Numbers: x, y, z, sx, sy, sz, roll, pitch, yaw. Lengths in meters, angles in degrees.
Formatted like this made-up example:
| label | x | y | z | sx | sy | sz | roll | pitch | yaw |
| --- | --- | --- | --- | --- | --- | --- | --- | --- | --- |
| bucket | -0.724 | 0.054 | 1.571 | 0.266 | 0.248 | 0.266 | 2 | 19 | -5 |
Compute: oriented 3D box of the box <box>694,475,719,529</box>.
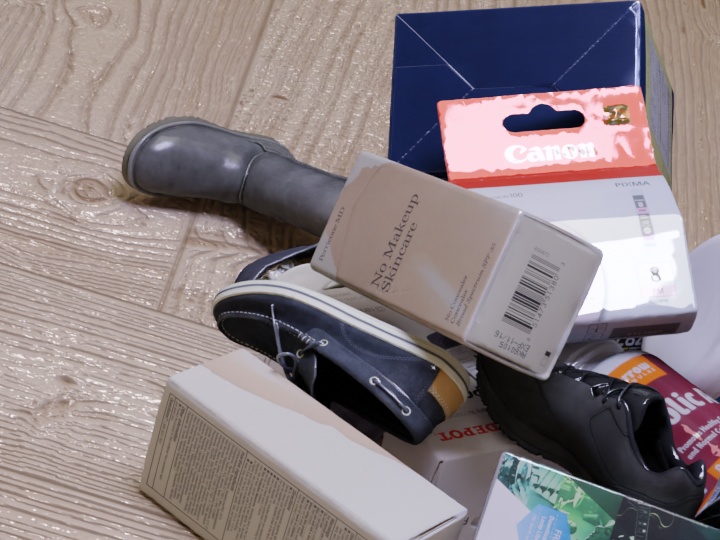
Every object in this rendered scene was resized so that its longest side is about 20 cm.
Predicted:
| label | x | y | z | sx | sy | sz | roll | pitch | yaw |
| --- | --- | --- | --- | --- | --- | --- | --- | --- | --- |
| box | 0.332 | 0.159 | 1.426 | 0.199 | 0.115 | 0.132 | 34 | -12 | 5 |

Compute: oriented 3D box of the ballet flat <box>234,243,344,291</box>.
| label | x | y | z | sx | sy | sz | roll | pitch | yaw |
| --- | --- | --- | --- | --- | --- | --- | --- | --- | --- |
| ballet flat | 0.000 | 0.000 | 1.675 | 0.198 | 0.073 | 0.073 | -15 | 32 | 0 |

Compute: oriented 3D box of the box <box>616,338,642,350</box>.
| label | x | y | z | sx | sy | sz | roll | pitch | yaw |
| --- | --- | --- | --- | --- | --- | --- | --- | --- | --- |
| box | 0.136 | 0.028 | 1.764 | 0.199 | 0.049 | 0.161 | -3 | 22 | -35 |

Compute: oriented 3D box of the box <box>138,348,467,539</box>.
| label | x | y | z | sx | sy | sz | roll | pitch | yaw |
| --- | --- | --- | --- | --- | --- | --- | --- | --- | --- |
| box | -0.039 | 0.145 | 1.433 | 0.199 | 0.095 | 0.078 | 35 | 33 | 26 |

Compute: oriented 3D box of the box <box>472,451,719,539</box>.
| label | x | y | z | sx | sy | sz | roll | pitch | yaw |
| --- | --- | --- | --- | --- | --- | --- | --- | --- | --- |
| box | 0.157 | 0.214 | 1.387 | 0.199 | 0.145 | 0.036 | 19 | -13 | 2 |

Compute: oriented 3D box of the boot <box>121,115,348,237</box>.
| label | x | y | z | sx | sy | sz | roll | pitch | yaw |
| --- | --- | --- | --- | --- | --- | --- | --- | --- | --- |
| boot | -0.067 | -0.059 | 1.780 | 0.181 | 0.073 | 0.200 | -4 | 27 | -37 |

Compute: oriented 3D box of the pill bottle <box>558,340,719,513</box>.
| label | x | y | z | sx | sy | sz | roll | pitch | yaw |
| --- | --- | --- | --- | --- | --- | --- | --- | --- | --- |
| pill bottle | 0.205 | 0.128 | 1.587 | 0.114 | 0.115 | 0.200 | -14 | 41 | -45 |

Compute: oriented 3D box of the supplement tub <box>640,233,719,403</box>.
| label | x | y | z | sx | sy | sz | roll | pitch | yaw |
| --- | --- | --- | --- | --- | --- | --- | --- | --- | --- |
| supplement tub | 0.326 | 0.074 | 1.691 | 0.199 | 0.145 | 0.145 | 29 | 23 | -21 |

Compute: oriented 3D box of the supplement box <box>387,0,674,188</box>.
| label | x | y | z | sx | sy | sz | roll | pitch | yaw |
| --- | --- | --- | --- | --- | --- | --- | --- | --- | --- |
| supplement box | 0.141 | -0.111 | 1.799 | 0.198 | 0.135 | 0.200 | -1 | -17 | 16 |

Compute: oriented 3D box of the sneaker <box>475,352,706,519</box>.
| label | x | y | z | sx | sy | sz | roll | pitch | yaw |
| --- | --- | --- | --- | --- | --- | --- | --- | --- | --- |
| sneaker | 0.156 | 0.097 | 1.476 | 0.076 | 0.091 | 0.200 | -15 | 52 | -44 |

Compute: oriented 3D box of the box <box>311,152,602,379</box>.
| label | x | y | z | sx | sy | sz | roll | pitch | yaw |
| --- | --- | --- | --- | --- | --- | --- | --- | --- | --- |
| box | 0.060 | -0.006 | 1.491 | 0.077 | 0.096 | 0.200 | 24 | -1 | -34 |

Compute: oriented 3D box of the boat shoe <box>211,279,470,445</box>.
| label | x | y | z | sx | sy | sz | roll | pitch | yaw |
| --- | --- | --- | --- | --- | --- | --- | --- | --- | --- |
| boat shoe | -0.023 | 0.060 | 1.483 | 0.199 | 0.075 | 0.062 | 21 | 65 | 29 |

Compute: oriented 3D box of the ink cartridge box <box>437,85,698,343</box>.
| label | x | y | z | sx | sy | sz | roll | pitch | yaw |
| --- | --- | --- | --- | --- | --- | --- | --- | --- | --- |
| ink cartridge box | 0.145 | -0.047 | 1.612 | 0.161 | 0.057 | 0.202 | -5 | 71 | -6 |

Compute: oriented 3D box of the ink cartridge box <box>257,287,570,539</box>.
| label | x | y | z | sx | sy | sz | roll | pitch | yaw |
| --- | --- | --- | --- | --- | --- | --- | --- | --- | --- |
| ink cartridge box | 0.040 | 0.098 | 1.575 | 0.144 | 0.085 | 0.200 | -7 | 37 | -39 |
